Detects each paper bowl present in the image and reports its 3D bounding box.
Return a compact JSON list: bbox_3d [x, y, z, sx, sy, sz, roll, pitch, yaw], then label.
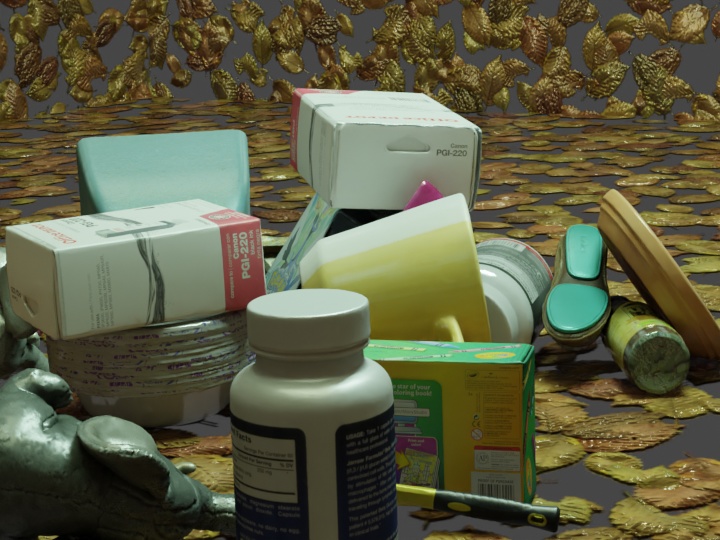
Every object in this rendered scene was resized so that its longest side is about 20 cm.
[{"bbox_3d":[-0.190,0.079,1.564,0.198,0.106,0.201,-2,13,0],"label":"paper bowl"}]

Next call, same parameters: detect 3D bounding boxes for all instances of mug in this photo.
[{"bbox_3d":[0.028,0.020,1.436,0.151,0.151,0.187,-10,-1,1],"label":"mug"}]

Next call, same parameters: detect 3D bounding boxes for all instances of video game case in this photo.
[{"bbox_3d":[-0.056,-0.018,1.849,0.022,0.183,0.200,31,2,-14],"label":"video game case"}]

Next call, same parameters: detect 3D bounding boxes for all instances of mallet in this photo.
[{"bbox_3d":[0.048,0.159,1.247,0.198,0.067,0.041,1,13,12],"label":"mallet"}]

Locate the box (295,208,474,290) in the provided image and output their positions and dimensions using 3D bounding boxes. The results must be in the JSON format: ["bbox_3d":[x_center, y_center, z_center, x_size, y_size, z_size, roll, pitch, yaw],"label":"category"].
[{"bbox_3d":[0.017,0.009,1.692,0.104,0.149,0.200,32,21,9],"label":"box"}]

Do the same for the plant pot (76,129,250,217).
[{"bbox_3d":[-0.210,-0.022,1.859,0.194,0.198,0.200,-4,28,-9],"label":"plant pot"}]

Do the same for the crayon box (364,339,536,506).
[{"bbox_3d":[0.035,0.118,1.310,0.198,0.120,0.058,1,12,14],"label":"crayon box"}]

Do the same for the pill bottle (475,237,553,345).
[{"bbox_3d":[0.123,0.042,1.663,0.113,0.115,0.200,2,13,16],"label":"pill bottle"}]

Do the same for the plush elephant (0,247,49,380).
[{"bbox_3d":[-0.346,0.054,1.642,0.164,0.156,0.199,-37,-41,21],"label":"plush elephant"}]

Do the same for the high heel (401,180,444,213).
[{"bbox_3d":[0.000,0.000,1.545,0.199,0.097,0.067,-25,9,11],"label":"high heel"}]

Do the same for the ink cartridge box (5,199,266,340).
[{"bbox_3d":[-0.203,-0.004,1.512,0.198,0.086,0.145,-12,15,-27],"label":"ink cartridge box"}]

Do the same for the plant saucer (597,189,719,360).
[{"bbox_3d":[0.294,0.010,1.670,0.037,0.201,0.200,-35,11,5],"label":"plant saucer"}]

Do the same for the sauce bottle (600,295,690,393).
[{"bbox_3d":[0.269,0.065,1.650,0.064,0.065,0.200,-3,13,-4],"label":"sauce bottle"}]

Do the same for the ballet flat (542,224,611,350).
[{"bbox_3d":[0.216,0.033,1.692,0.067,0.073,0.201,6,34,5],"label":"ballet flat"}]

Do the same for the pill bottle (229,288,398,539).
[{"bbox_3d":[-0.031,0.119,1.123,0.110,0.202,0.111,-2,12,0],"label":"pill bottle"}]

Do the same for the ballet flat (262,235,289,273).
[{"bbox_3d":[-0.120,-0.007,2.064,0.198,0.072,0.071,-3,12,-5],"label":"ballet flat"}]

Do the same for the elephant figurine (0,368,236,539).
[{"bbox_3d":[-0.179,0.156,1.191,0.198,0.142,0.156,18,47,16],"label":"elephant figurine"}]

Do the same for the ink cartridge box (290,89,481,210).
[{"bbox_3d":[0.020,-0.120,1.641,0.144,0.086,0.200,1,13,-14],"label":"ink cartridge box"}]
